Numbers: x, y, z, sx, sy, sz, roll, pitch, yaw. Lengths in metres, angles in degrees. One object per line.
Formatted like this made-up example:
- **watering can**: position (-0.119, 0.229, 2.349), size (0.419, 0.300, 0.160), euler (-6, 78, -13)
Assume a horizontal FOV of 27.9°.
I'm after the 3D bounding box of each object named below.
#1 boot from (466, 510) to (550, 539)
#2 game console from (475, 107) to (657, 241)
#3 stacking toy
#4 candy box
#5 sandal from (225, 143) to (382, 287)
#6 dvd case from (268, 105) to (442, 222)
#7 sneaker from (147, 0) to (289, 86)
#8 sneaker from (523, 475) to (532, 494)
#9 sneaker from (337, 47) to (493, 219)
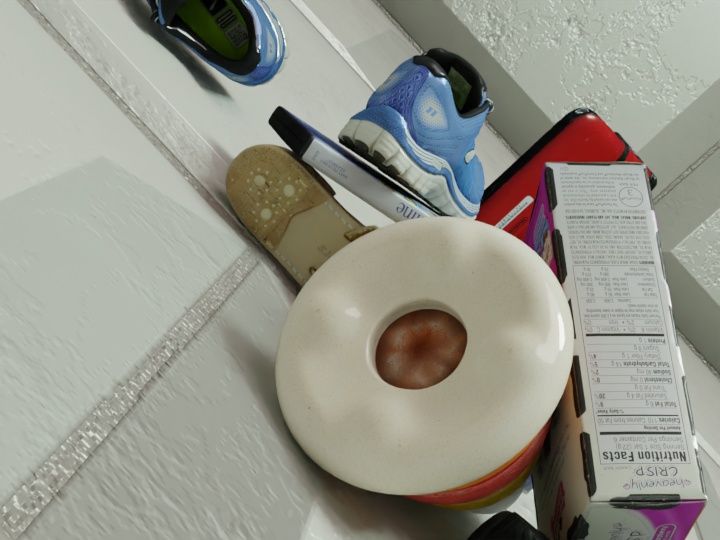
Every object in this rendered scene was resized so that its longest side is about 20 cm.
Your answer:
- **boot**: position (0.128, 0.207, 0.649), size (0.168, 0.076, 0.200), euler (40, 7, -17)
- **game console**: position (0.117, -0.049, 1.134), size (0.172, 0.200, 0.119), euler (34, 17, -46)
- **stacking toy**: position (0.051, 0.080, 0.751), size (0.146, 0.146, 0.200), euler (57, -3, 36)
- **candy box**: position (0.126, 0.061, 0.773), size (0.137, 0.061, 0.201), euler (95, -6, -57)
- **sandal**: position (-0.003, 0.005, 0.853), size (0.212, 0.078, 0.070), euler (41, 12, 7)
- **dvd case**: position (0.033, -0.038, 0.935), size (0.200, 0.018, 0.143), euler (33, 5, -17)
- **sneaker**: position (-0.131, -0.224, 1.077), size (0.200, 0.079, 0.089), euler (47, 9, -3)
- **sneaker**: position (0.068, 0.042, 0.959), size (0.199, 0.081, 0.115), euler (45, 14, -5)
- **sneaker**: position (0.055, -0.088, 0.934), size (0.078, 0.089, 0.200), euler (36, 3, 14)
